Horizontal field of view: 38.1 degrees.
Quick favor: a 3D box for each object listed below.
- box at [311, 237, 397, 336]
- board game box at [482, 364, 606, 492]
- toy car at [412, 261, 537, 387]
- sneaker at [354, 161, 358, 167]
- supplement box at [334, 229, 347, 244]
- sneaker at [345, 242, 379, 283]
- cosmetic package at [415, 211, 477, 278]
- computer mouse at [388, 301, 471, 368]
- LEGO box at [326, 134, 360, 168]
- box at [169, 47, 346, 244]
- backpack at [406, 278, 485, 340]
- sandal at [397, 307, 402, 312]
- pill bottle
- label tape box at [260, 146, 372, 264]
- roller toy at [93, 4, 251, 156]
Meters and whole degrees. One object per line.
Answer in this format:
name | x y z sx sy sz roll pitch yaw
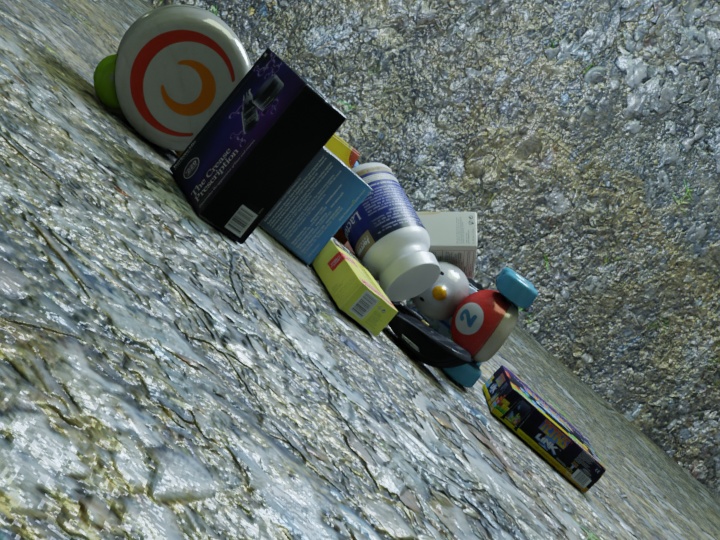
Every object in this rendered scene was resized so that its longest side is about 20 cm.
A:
box | -0.015 0.017 1.471 0.075 0.050 0.200 39 8 -25
board game box | 0.294 0.253 1.689 0.200 0.057 0.165 41 8 -4
toy car | 0.146 0.049 1.653 0.199 0.185 0.177 35 7 3
sneaker | -0.102 -0.171 1.759 0.198 0.071 0.083 -1 16 1
supplement box | -0.084 -0.107 1.791 0.069 0.067 0.200 35 10 -40
sneaker | 0.001 -0.064 1.844 0.200 0.105 0.075 44 9 31
cosmetic package | 0.091 -0.042 1.718 0.105 0.198 0.072 89 3 -58
computer mouse | 0.083 0.097 1.552 0.199 0.046 0.140 32 7 22
LEGO box | -0.113 -0.170 1.614 0.077 0.150 0.200 29 -2 41
box | -0.130 -0.155 1.277 0.079 0.200 0.141 36 8 -35
backpack | 0.165 0.066 1.833 0.163 0.154 0.200 42 -21 -19
sandal | 0.000 0.000 1.659 0.200 0.048 0.075 40 7 -7
pill bottle | 0.038 -0.058 1.604 0.116 0.115 0.201 30 27 -57
label tape box | -0.105 -0.128 1.480 0.200 0.144 0.063 40 7 -14
roller toy | -0.238 -0.261 1.407 0.200 0.183 0.140 38 7 -22
